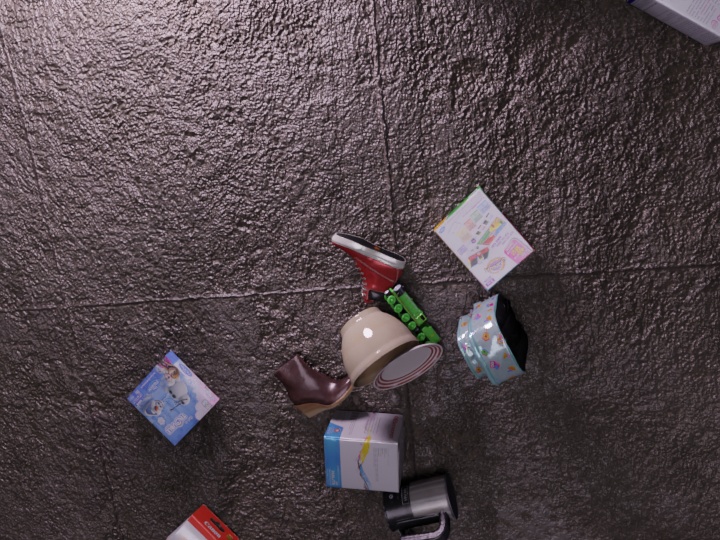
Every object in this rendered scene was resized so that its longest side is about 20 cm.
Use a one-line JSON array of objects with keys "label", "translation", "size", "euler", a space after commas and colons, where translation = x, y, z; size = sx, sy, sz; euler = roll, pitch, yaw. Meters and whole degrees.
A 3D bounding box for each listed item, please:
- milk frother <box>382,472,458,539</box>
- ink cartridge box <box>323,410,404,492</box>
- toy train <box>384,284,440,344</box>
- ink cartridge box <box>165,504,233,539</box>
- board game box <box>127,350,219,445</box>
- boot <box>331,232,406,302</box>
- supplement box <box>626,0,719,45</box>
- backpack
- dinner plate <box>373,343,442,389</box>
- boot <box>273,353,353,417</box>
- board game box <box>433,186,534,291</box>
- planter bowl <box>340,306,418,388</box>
[{"label": "milk frother", "translation": [0.179, 0.677, 1.552], "size": [0.184, 0.184, 0.201], "euler": [-16, 144, 14]}, {"label": "ink cartridge box", "translation": [0.015, 0.479, 1.509], "size": [0.195, 0.147, 0.150], "euler": [1, 104, 11]}, {"label": "toy train", "translation": [0.133, 0.117, 1.429], "size": [0.056, 0.042, 0.201], "euler": [-39, 108, -1]}, {"label": "ink cartridge box", "translation": [-0.496, 0.845, 1.750], "size": [0.162, 0.050, 0.200], "euler": [45, 111, -3]}, {"label": "board game box", "translation": [-0.544, 0.372, 1.638], "size": [0.199, 0.043, 0.200], "euler": [44, 107, -4]}, {"label": "boot", "translation": [0.000, 0.000, 1.429], "size": [0.197, 0.073, 0.147], "euler": [25, 109, 0]}, {"label": "supplement box", "translation": [0.665, -0.555, 1.144], "size": [0.197, 0.103, 0.103], "euler": [31, 107, 3]}, {"label": "backpack", "translation": [0.316, 0.171, 1.345], "size": [0.151, 0.200, 0.178], "euler": [-26, 100, 16]}, {"label": "dinner plate", "translation": [0.118, 0.238, 1.424], "size": [0.200, 0.199, 0.024], "euler": [-42, 58, 17]}, {"label": "boot", "translation": [-0.124, 0.295, 1.525], "size": [0.198, 0.072, 0.168], "euler": [-34, 98, 20]}, {"label": "board game box", "translation": [0.298, -0.076, 1.368], "size": [0.153, 0.040, 0.200], "euler": [-41, 94, 17]}, {"label": "planter bowl", "translation": [0.031, 0.180, 1.421], "size": [0.200, 0.199, 0.136], "euler": [-42, 67, 17]}]
